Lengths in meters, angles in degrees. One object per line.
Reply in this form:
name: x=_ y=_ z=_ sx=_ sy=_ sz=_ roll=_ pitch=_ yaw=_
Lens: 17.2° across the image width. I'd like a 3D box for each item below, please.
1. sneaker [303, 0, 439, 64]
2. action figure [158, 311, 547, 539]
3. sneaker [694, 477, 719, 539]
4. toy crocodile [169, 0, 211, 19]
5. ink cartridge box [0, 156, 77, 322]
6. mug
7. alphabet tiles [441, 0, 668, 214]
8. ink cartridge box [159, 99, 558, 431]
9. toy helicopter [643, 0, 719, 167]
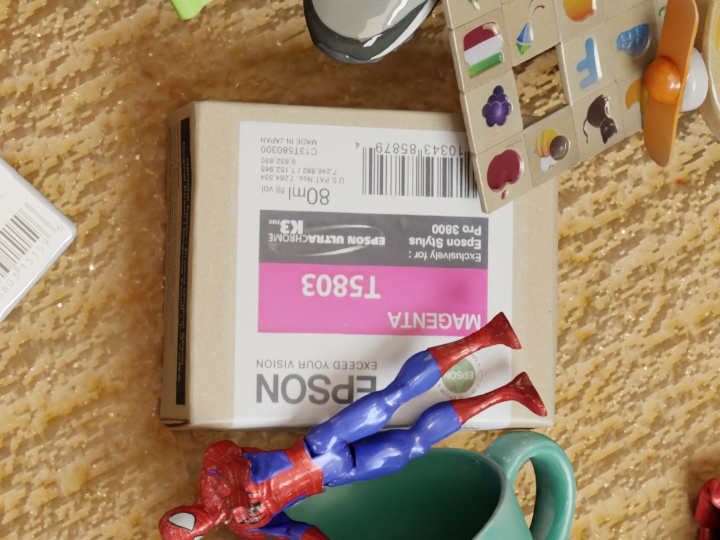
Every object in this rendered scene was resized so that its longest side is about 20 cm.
sneaker: x=0.021 y=-0.198 z=1.160 sx=0.073 sy=0.079 sz=0.202 roll=24 pitch=93 yaw=12
action figure: x=-0.003 y=0.097 z=1.148 sx=0.199 sy=0.099 sz=0.066 roll=-24 pitch=116 yaw=-1
sneaker: x=0.227 y=0.134 z=1.291 sx=0.085 sy=0.077 sz=0.200 roll=41 pitch=78 yaw=-5
toy crocodile: x=-0.027 y=-0.205 z=1.225 sx=0.062 sy=0.068 sz=0.200 roll=40 pitch=77 yaw=21
ink cartridge box: x=-0.268 y=-0.003 z=1.173 sx=0.173 sy=0.044 sz=0.200 roll=43 pitch=78 yaw=-9
mug: x=0.036 y=0.171 z=1.188 sx=0.184 sy=0.152 sz=0.115 roll=-21 pitch=110 yaw=2
alphabet tiles: x=0.121 y=-0.144 z=1.212 sx=0.199 sy=0.008 sz=0.168 roll=-29 pitch=120 yaw=-31
ink cartridge box: x=0.000 y=0.000 z=1.231 sx=0.198 sy=0.075 sz=0.166 roll=1 pitch=87 yaw=-17
toy helicopter: x=0.181 y=-0.142 z=1.225 sx=0.132 sy=0.079 sz=0.201 roll=-38 pitch=114 yaw=-14
